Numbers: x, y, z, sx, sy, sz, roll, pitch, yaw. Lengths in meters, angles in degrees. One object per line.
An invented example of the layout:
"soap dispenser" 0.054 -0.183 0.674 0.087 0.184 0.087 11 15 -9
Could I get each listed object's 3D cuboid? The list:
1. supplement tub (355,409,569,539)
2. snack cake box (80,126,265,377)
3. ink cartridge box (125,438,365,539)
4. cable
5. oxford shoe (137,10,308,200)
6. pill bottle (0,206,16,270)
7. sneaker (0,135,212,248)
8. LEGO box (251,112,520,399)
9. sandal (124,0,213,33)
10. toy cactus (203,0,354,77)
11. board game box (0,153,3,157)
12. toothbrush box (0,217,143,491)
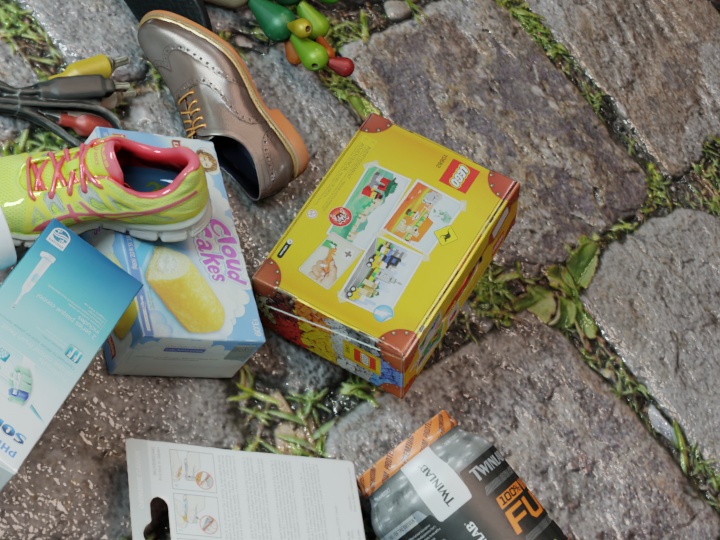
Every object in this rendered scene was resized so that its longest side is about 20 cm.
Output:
"supplement tub" 0.093 0.220 1.397 0.200 0.123 0.123 51 43 5
"snack cake box" -0.162 -0.014 1.417 0.115 0.067 0.200 3 57 -35
"ink cartridge box" -0.088 0.216 1.322 0.200 0.057 0.163 7 55 -24
"cable" -0.277 -0.137 1.457 0.200 0.050 0.097 -5 78 -26
"oxford shoe" -0.134 -0.148 1.540 0.200 0.071 0.073 46 48 0
"pill bottle" -0.344 -0.003 1.188 0.200 0.104 0.104 -21 71 -18
"sneaker" -0.212 -0.072 1.327 0.200 0.090 0.078 -3 61 -12
"LEGO box" 0.023 -0.016 1.470 0.149 0.077 0.200 27 64 15
"sandal" -0.197 -0.279 1.583 0.200 0.075 0.048 48 47 4
"toy cactus" -0.085 -0.276 1.668 0.165 0.102 0.200 0 67 -27
"board game box" -0.371 -0.066 1.317 0.135 0.034 0.200 46 43 1
"toothbrush box" -0.256 0.082 1.213 0.085 0.146 0.200 38 42 -8
